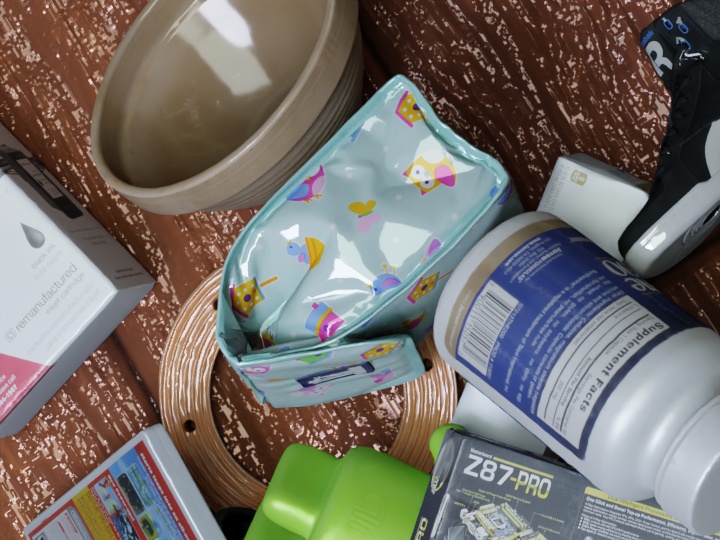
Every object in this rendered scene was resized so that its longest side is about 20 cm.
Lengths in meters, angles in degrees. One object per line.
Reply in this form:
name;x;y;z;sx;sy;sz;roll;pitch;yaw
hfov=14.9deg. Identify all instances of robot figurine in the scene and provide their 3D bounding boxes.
robot figurine;0.030;0.182;1.677;0.200;0.116;0.176;24;119;0

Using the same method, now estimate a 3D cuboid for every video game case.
video game case;-0.139;0.193;1.746;0.143;0.017;0.200;61;144;7

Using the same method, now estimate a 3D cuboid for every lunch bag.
lunch bag;0.000;0.000;1.662;0.122;0.170;0.200;41;87;12

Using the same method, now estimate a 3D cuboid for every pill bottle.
pill bottle;0.145;0.061;1.575;0.200;0.111;0.111;39;103;32

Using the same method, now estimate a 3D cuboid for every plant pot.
plant pot;-0.066;-0.109;1.712;0.201;0.093;0.201;-26;45;29

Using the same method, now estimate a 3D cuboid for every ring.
ring;-0.034;0.080;1.775;0.200;0.019;0.201;1;95;14

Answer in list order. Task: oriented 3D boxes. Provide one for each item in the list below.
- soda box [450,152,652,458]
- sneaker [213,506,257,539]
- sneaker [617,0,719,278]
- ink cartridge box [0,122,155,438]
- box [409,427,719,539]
soda box;0.120;0.030;1.705;0.064;0.068;0.200;23;99;12
sneaker;-0.048;0.234;1.750;0.200;0.071;0.099;44;125;12
sneaker;0.194;-0.091;1.651;0.112;0.073;0.200;41;68;13
ink cartridge box;-0.258;-0.009;1.794;0.200;0.083;0.145;45;103;8
box;0.121;0.197;1.605;0.200;0.049;0.161;18;92;-12
